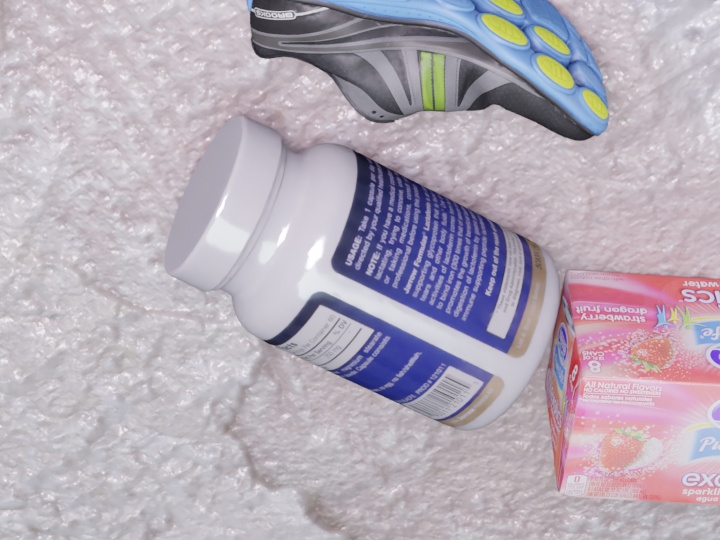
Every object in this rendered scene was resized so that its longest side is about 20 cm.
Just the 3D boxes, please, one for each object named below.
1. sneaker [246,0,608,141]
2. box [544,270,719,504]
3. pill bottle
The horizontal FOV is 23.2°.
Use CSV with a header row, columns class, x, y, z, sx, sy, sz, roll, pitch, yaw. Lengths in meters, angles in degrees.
class,x,y,z,sx,sy,sz,roll,pitch,yaw
sneaker,0.035,-0.113,0.911,0.198,0.071,0.083,18,131,-7
box,0.214,0.071,1.028,0.199,0.103,0.095,4,128,-2
pill bottle,0.000,0.000,0.964,0.199,0.116,0.116,26,124,-19
